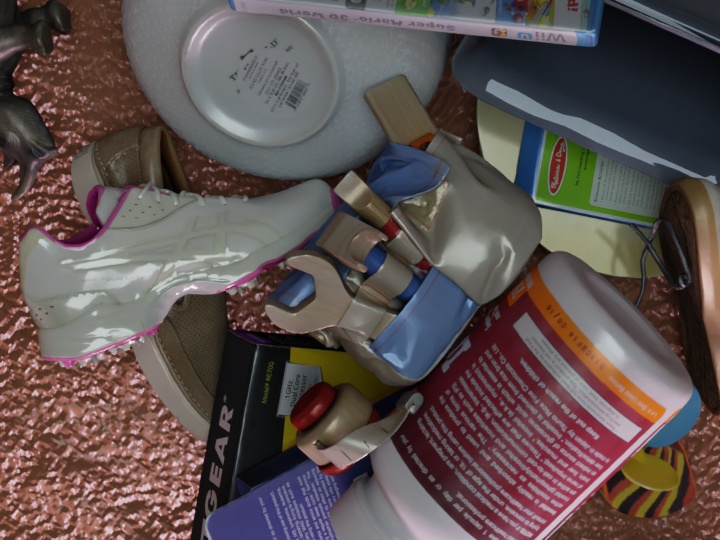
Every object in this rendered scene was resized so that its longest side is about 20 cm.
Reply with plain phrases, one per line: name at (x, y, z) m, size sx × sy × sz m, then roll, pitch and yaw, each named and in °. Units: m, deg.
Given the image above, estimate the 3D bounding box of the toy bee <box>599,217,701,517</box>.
toy bee at (0.141, 0.072, 1.298) m, size 0.108 × 0.131 × 0.202 m, roll -19°, pitch 106°, yaw -12°

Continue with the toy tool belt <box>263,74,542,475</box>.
toy tool belt at (0.000, 0.000, 1.206) m, size 0.123 × 0.125 × 0.200 m, roll 41°, pitch 78°, yaw -14°

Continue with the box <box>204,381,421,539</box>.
box at (0.005, 0.147, 1.278) m, size 0.199 × 0.032 × 0.122 m, roll -27°, pitch 111°, yaw -21°

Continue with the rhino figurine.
rhino figurine at (-0.221, -0.142, 1.292) m, size 0.087 × 0.060 × 0.202 m, roll -6°, pitch 98°, yaw 18°

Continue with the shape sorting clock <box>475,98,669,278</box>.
shape sorting clock at (0.168, -0.096, 1.325) m, size 0.198 × 0.039 × 0.202 m, roll 0°, pitch 89°, yaw -8°

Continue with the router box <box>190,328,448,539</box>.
router box at (-0.024, 0.143, 1.311) m, size 0.148 × 0.051 × 0.202 m, roll 6°, pitch 98°, yaw -28°

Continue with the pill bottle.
pill bottle at (0.079, 0.095, 1.201) m, size 0.113 × 0.113 × 0.200 m, roll 43°, pitch 102°, yaw -6°

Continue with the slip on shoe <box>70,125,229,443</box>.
slip on shoe at (-0.107, 0.008, 1.307) m, size 0.060 × 0.076 × 0.201 m, roll -22°, pitch 90°, yaw 22°

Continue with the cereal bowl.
cereal bowl at (-0.049, -0.134, 1.245) m, size 0.198 × 0.084 × 0.201 m, roll 7°, pitch 125°, yaw 10°

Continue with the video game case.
video game case at (0.038, -0.195, 1.162) m, size 0.198 × 0.018 × 0.144 m, roll 7°, pitch 66°, yaw 10°

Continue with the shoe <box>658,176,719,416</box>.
shoe at (0.218, 0.010, 1.289) m, size 0.053 × 0.070 × 0.201 m, roll -22°, pitch 140°, yaw -4°

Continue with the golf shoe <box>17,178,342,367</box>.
golf shoe at (-0.105, -0.020, 1.242) m, size 0.199 × 0.075 × 0.092 m, roll -26°, pitch 96°, yaw -20°

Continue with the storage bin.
storage bin at (0.168, -0.147, 1.250) m, size 0.199 × 0.146 × 0.135 m, roll 23°, pitch 58°, yaw -6°
